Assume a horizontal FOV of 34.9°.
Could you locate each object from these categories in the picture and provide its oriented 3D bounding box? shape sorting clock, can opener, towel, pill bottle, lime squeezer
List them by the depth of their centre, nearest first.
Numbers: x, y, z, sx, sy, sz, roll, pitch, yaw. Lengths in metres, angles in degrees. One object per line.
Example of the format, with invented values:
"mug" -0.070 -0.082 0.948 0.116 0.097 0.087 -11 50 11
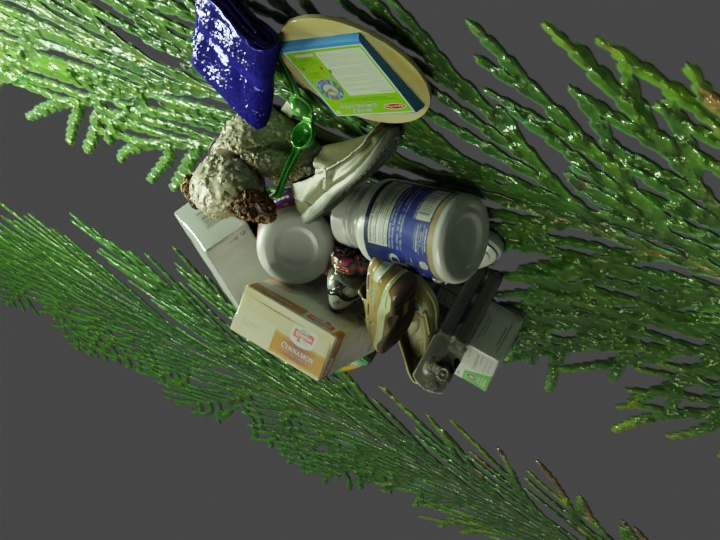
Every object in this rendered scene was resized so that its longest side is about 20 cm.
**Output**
"shape sorting clock" -0.007 -0.239 1.364 0.198 0.039 0.200 24 157 10
"towel" -0.163 -0.274 1.433 0.148 0.049 0.200 52 161 13
"lime squeezer" -0.092 -0.200 1.524 0.038 0.070 0.202 36 131 50
"pill bottle" 0.062 -0.060 1.543 0.199 0.120 0.120 15 153 38
"can opener" 0.141 0.086 1.668 0.053 0.201 0.067 28 -179 7
"pill bottle" -0.098 -0.059 1.694 0.112 0.113 0.200 38 -170 -14

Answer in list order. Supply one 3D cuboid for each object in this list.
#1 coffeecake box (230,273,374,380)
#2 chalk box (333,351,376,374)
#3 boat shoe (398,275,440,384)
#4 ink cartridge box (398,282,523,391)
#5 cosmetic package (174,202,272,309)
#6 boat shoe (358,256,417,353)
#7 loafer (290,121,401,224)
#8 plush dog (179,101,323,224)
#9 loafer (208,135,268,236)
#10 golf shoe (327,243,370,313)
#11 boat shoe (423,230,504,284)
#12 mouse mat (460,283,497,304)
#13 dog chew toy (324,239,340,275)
"coffeecake box" -0.068 0.071 1.649 0.153 0.074 0.200 29 -162 18
"chalk box" -0.023 0.085 1.963 0.124 0.125 0.200 37 157 -12
"boat shoe" 0.074 0.078 1.667 0.073 0.063 0.202 13 139 30
"ink cartridge box" 0.137 0.085 1.775 0.199 0.088 0.146 31 158 10
"cosmetic package" -0.196 -0.022 1.760 0.113 0.081 0.201 47 167 40
"boat shoe" 0.031 0.042 1.574 0.076 0.072 0.201 39 151 17
"loafer" -0.028 -0.137 1.498 0.200 0.075 0.070 -39 87 35
"plush dog" -0.166 -0.145 1.601 0.199 0.173 0.161 14 152 40
"loafer" -0.175 -0.117 1.770 0.063 0.071 0.201 -109 -4 -50
"golf shoe" 0.000 0.000 1.666 0.072 0.093 0.200 22 -159 18
"boat shoe" 0.124 -0.010 1.628 0.073 0.067 0.199 40 153 -21
"mouse mat" 0.112 0.003 1.762 0.200 0.008 0.160 46 155 -27
"dog chew toy" -0.082 -0.009 1.859 0.124 0.125 0.200 37 150 -12
